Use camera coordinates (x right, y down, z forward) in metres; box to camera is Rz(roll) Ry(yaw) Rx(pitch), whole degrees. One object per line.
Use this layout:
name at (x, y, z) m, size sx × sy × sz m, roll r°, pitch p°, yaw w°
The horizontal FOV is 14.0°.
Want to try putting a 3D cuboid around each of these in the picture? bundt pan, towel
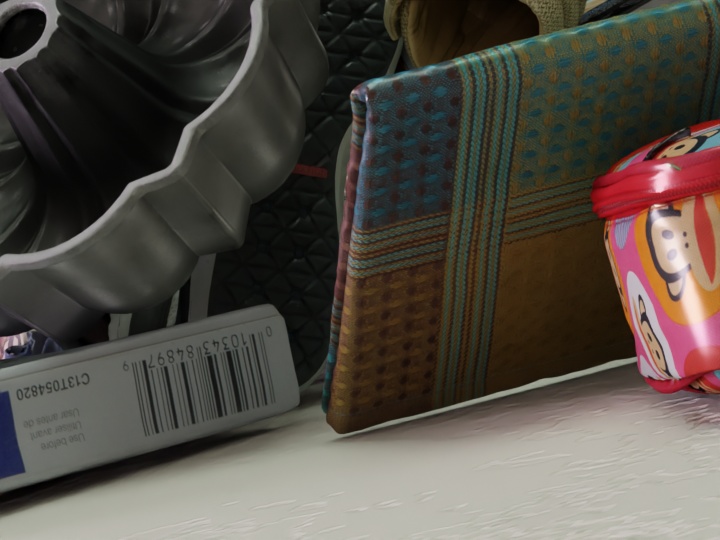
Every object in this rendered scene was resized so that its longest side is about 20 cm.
bundt pan at (-0.097, -0.060, 0.990) m, size 0.202 × 0.202 × 0.076 m, roll -11°, pitch -36°, yaw 24°
towel at (0.085, -0.025, 0.890) m, size 0.200 × 0.147 × 0.022 m, roll -14°, pitch 48°, yaw -20°

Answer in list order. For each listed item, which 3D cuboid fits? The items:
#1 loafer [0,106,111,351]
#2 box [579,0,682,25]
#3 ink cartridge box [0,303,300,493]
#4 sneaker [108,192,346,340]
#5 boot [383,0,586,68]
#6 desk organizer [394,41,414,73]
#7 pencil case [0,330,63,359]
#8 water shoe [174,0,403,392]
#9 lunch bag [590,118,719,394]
loafer at (-0.109, -0.012, 1.137) m, size 0.063 × 0.072 × 0.200 m, roll -36°, pitch -37°, yaw 9°
box at (0.091, -0.049, 1.230) m, size 0.060 × 0.117 × 0.200 m, roll -30°, pitch 11°, yaw -22°
ink cartridge box at (-0.157, 0.058, 0.983) m, size 0.199 × 0.041 × 0.200 m, roll -14°, pitch 2°, yaw -41°
sneaker at (0.000, 0.000, 1.136) m, size 0.200 × 0.076 × 0.088 m, roll -20°, pitch 17°, yaw -25°
boot at (0.057, -0.129, 1.062) m, size 0.073 × 0.156 × 0.200 m, roll 32°, pitch -17°, yaw -12°
desk organizer at (0.045, -0.058, 1.105) m, size 0.072 × 0.077 × 0.200 m, roll -7°, pitch 33°, yaw -11°
pencil case at (-0.076, 0.003, 1.307) m, size 0.200 × 0.078 × 0.089 m, roll -13°, pitch -22°, yaw -19°
water shoe at (-0.037, -0.049, 1.071) m, size 0.071 × 0.200 × 0.079 m, roll 16°, pitch -13°, yaw -20°
lunch bag at (0.168, -0.019, 0.814) m, size 0.200 × 0.082 × 0.176 m, roll -15°, pitch -2°, yaw -3°
